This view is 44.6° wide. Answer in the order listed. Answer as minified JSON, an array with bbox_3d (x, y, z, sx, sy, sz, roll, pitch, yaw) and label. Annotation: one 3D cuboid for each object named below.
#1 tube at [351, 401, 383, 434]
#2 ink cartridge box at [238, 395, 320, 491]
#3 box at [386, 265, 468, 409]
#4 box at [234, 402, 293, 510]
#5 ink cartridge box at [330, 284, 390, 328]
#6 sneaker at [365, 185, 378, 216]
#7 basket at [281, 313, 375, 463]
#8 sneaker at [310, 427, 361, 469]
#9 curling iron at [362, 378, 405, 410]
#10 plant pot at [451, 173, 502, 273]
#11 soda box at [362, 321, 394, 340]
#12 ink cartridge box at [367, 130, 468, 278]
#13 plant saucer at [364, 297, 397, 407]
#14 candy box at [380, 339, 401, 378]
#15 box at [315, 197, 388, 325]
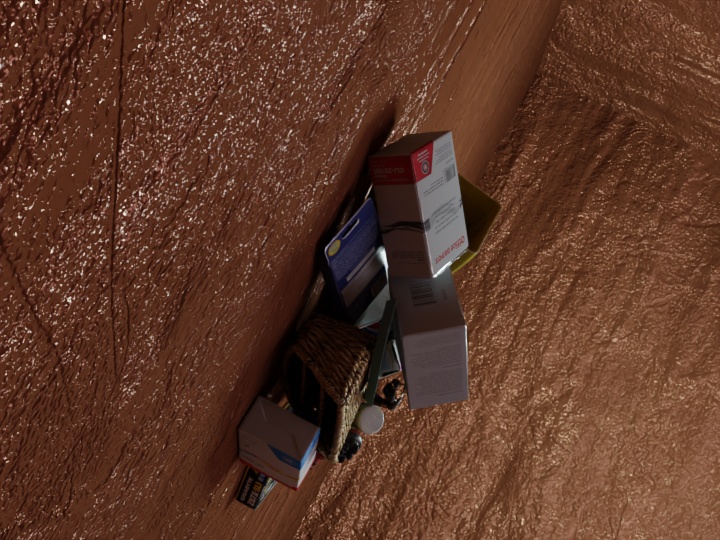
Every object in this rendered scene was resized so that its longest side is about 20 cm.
[{"bbox_3d":[-0.023,0.255,1.595,0.052,0.058,0.200,-50,-159,-17],"label":"tube"},{"bbox_3d":[-0.136,0.295,1.448,0.068,0.115,0.201,-59,170,-30],"label":"ink cartridge box"},{"bbox_3d":[0.113,0.107,1.459,0.201,0.105,0.153,81,-1,-47],"label":"box"},{"bbox_3d":[-0.160,0.343,1.692,0.200,0.049,0.161,-43,156,-67],"label":"box"},{"bbox_3d":[-0.018,0.105,1.619,0.162,0.057,0.201,-25,-147,54],"label":"ink cartridge box"},{"bbox_3d":[0.035,-0.051,1.487,0.201,0.087,0.076,-64,-150,17],"label":"sneaker"},{"bbox_3d":[-0.070,0.188,1.423,0.201,0.142,0.150,100,13,-52],"label":"basket"},{"bbox_3d":[-0.065,0.294,1.566,0.200,0.071,0.099,-26,-140,48],"label":"sneaker"},{"bbox_3d":[0.031,0.212,1.505,0.050,0.025,0.200,-61,-168,-15],"label":"curling iron"},{"bbox_3d":[0.147,-0.087,1.832,0.177,0.199,0.200,-56,179,42],"label":"plant pot"},{"bbox_3d":[0.048,0.090,1.673,0.200,0.063,0.071,-26,-154,54],"label":"soda box"},{"bbox_3d":[0.096,-0.105,1.395,0.144,0.083,0.202,-36,120,-52],"label":"ink cartridge box"},{"bbox_3d":[0.031,0.132,1.406,0.201,0.019,0.070,99,6,-45],"label":"plant saucer"},{"bbox_3d":[-0.020,0.188,1.630,0.198,0.062,0.136,-20,174,6],"label":"candy box"},{"bbox_3d":[-0.009,-0.016,1.380,0.121,0.032,0.201,-49,148,-24],"label":"box"}]
